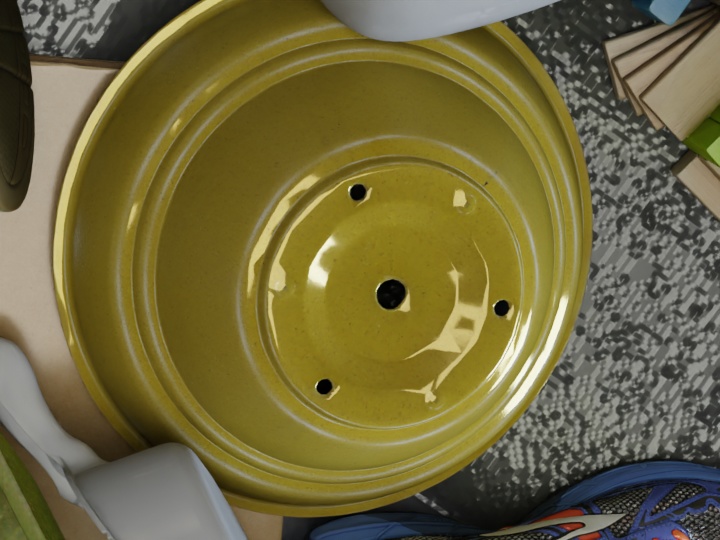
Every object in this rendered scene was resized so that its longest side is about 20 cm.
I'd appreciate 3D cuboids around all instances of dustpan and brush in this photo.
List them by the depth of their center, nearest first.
[{"bbox_3d":[-0.074,0.085,0.895,0.057,0.140,0.200,-29,73,-2],"label":"dustpan and brush"}]

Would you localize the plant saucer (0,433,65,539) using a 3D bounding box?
[{"bbox_3d":[-0.131,0.182,0.895,0.048,0.200,0.200,7,134,-51],"label":"plant saucer"}]

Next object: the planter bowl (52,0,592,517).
[{"bbox_3d":[0.000,0.000,0.909,0.200,0.083,0.201,-4,104,-15],"label":"planter bowl"}]

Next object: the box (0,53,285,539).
[{"bbox_3d":[-0.101,0.025,0.948,0.163,0.021,0.201,4,101,-11],"label":"box"}]

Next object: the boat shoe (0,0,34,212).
[{"bbox_3d":[-0.158,-0.113,0.881,0.066,0.072,0.202,-13,91,8],"label":"boat shoe"}]

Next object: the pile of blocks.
[{"bbox_3d":[0.127,-0.096,0.939,0.082,0.062,0.201,-21,104,-4],"label":"pile of blocks"}]

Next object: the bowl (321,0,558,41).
[{"bbox_3d":[0.047,-0.191,0.870,0.199,0.075,0.201,-23,87,-3],"label":"bowl"}]

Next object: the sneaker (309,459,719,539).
[{"bbox_3d":[0.072,0.121,0.966,0.199,0.078,0.076,-11,106,-14],"label":"sneaker"}]
